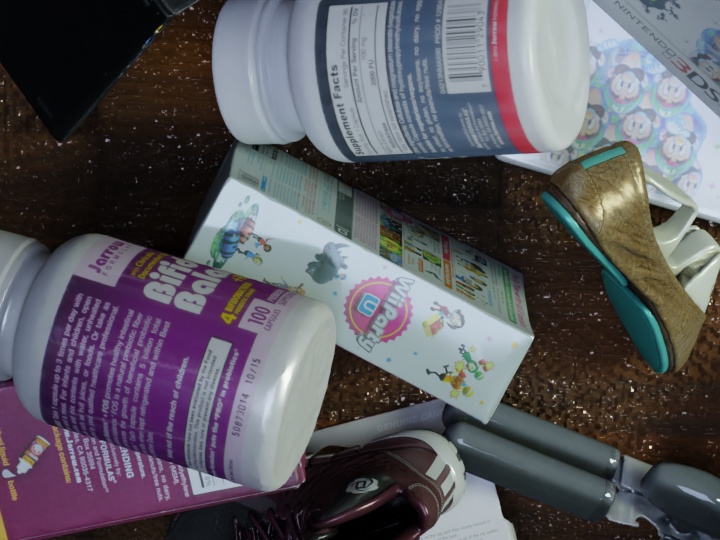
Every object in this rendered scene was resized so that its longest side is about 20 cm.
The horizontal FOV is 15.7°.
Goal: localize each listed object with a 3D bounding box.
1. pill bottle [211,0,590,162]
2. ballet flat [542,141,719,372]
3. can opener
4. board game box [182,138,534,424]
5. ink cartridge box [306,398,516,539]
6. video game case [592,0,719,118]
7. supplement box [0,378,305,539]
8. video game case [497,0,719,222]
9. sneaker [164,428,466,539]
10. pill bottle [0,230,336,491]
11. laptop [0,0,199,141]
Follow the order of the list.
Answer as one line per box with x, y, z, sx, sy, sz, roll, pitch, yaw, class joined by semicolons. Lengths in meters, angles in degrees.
0.023;-0.123;1.513;0.200;0.120;0.120;-2;106;22;pill bottle
0.171;-0.011;1.538;0.072;0.068;0.200;-38;137;-1;ballet flat
0.146;0.122;1.617;0.200;0.053;0.067;19;135;-7;can opener
0.000;0.000;1.547;0.200;0.148;0.064;27;103;-5;board game box
0.000;0.186;1.653;0.200;0.045;0.177;-15;79;5;ink cartridge box
0.215;-0.148;1.447;0.182;0.200;0.024;42;67;-9;video game case
-0.138;0.084;1.582;0.200;0.131;0.103;-12;103;4;supplement box
0.201;-0.127;1.563;0.200;0.024;0.182;16;106;-3;video game case
-0.039;0.154;1.564;0.200;0.116;0.076;-21;101;17;sneaker
-0.123;0.043;1.452;0.200;0.112;0.113;16;106;10;pill bottle
-0.144;-0.216;1.530;0.187;0.116;0.200;54;129;9;laptop
